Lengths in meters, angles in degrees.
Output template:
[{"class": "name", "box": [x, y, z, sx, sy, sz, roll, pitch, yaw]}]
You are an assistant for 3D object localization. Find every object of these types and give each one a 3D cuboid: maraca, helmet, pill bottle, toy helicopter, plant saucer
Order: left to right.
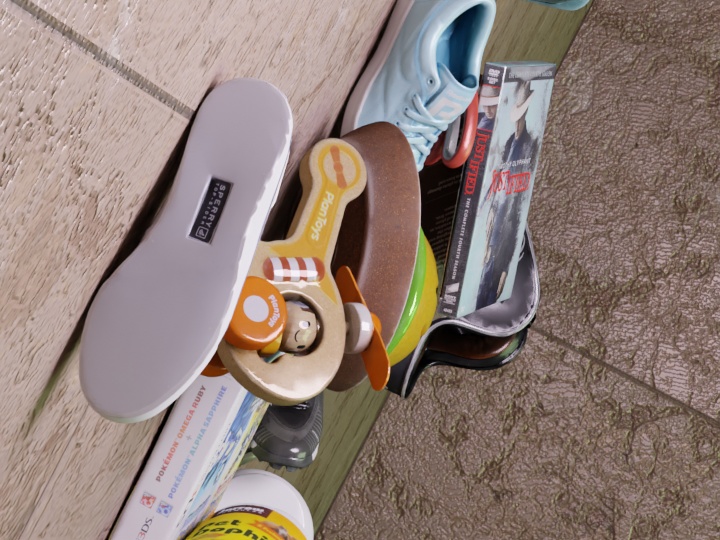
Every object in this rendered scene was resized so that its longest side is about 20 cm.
[{"class": "pill bottle", "box": [-0.094, 0.242, 1.642, 0.109, 0.109, 0.200, -64, 174, 13]}, {"class": "pill bottle", "box": [-0.100, 0.234, 1.881, 0.112, 0.112, 0.200, -61, 179, -17]}, {"class": "toy helicopter", "box": [-0.030, 0.001, 1.458, 0.079, 0.132, 0.200, -37, -149, 56]}, {"class": "plant saucer", "box": [-0.015, -0.013, 1.573, 0.200, 0.034, 0.201, -170, -90, -67]}, {"class": "maraca", "box": [0.000, 0.000, 1.710, 0.137, 0.107, 0.200, -44, -145, 24]}, {"class": "helmet", "box": [0.069, 0.019, 2.085, 0.200, 0.190, 0.200, 173, -90, -87]}]

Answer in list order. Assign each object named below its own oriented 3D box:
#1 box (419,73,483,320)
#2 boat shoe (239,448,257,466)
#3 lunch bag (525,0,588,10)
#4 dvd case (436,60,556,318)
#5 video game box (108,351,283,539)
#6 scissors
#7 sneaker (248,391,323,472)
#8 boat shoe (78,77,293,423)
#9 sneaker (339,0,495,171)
[{"class": "box", "box": [0.064, -0.061, 1.798, 0.100, 0.075, 0.200, -22, 129, -29]}, {"class": "boat shoe", "box": [-0.093, 0.132, 1.903, 0.067, 0.057, 0.200, -27, 179, 15]}, {"class": "lunch bag", "box": [0.168, -0.313, 1.796, 0.171, 0.122, 0.200, -64, -177, -4]}, {"class": "dvd case", "box": [0.109, -0.067, 1.724, 0.146, 0.022, 0.200, -14, 115, -69]}, {"class": "video game box", "box": [-0.117, 0.128, 1.661, 0.182, 0.047, 0.200, -61, 175, 13]}, {"class": "scissors", "box": [0.076, -0.172, 1.680, 0.073, 0.014, 0.200, -14, -117, 58]}, {"class": "sneaker", "box": [-0.058, 0.086, 1.810, 0.200, 0.066, 0.091, -86, -172, -61]}, {"class": "boat shoe", "box": [-0.091, -0.007, 1.181, 0.070, 0.071, 0.200, 74, 37, -78]}, {"class": "sneaker", "box": [0.045, -0.129, 1.627, 0.082, 0.074, 0.200, 31, -73, 54]}]
